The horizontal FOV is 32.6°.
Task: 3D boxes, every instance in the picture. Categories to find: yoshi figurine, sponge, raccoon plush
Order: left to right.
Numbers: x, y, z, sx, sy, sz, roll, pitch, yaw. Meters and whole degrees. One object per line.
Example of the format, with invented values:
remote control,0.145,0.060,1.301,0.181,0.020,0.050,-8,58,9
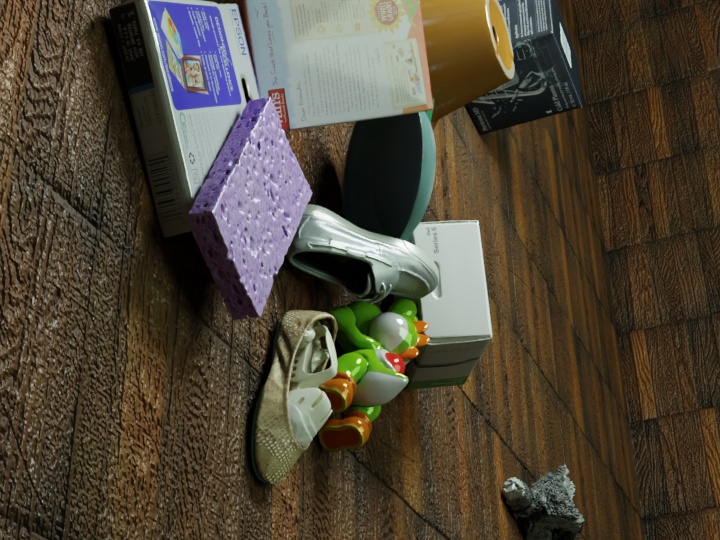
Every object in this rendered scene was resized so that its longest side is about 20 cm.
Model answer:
sponge,-0.095,-0.060,1.106,0.201,0.029,0.113,-71,146,-52
yoshi figurine,-0.006,0.097,1.317,0.111,0.113,0.200,36,41,1
raccoon plush,0.288,0.339,1.944,0.135,0.095,0.201,-93,159,-48

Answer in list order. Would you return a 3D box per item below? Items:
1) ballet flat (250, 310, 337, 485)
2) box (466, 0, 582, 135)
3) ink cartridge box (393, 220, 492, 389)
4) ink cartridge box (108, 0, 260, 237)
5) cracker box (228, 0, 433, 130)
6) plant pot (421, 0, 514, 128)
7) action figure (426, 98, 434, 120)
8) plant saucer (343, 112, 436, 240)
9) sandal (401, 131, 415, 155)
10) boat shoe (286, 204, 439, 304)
ballet flat,-0.057,0.111,1.167,0.202,0.064,0.071,-83,152,-43
box,0.270,-0.368,2.172,0.200,0.194,0.125,54,31,-48
ink cartridge box,0.095,0.045,1.482,0.200,0.083,0.148,105,-19,-70
ink cartridge box,-0.143,-0.144,1.120,0.200,0.043,0.201,-26,104,-69
cracker box,-0.029,-0.219,1.269,0.197,0.057,0.136,-11,97,-26
plant pot,0.111,-0.302,1.713,0.200,0.181,0.203,-14,90,-70
action figure,0.050,-0.112,1.587,0.118,0.054,0.204,157,-61,-69
plant saucer,0.037,-0.113,1.407,0.035,0.200,0.203,5,67,-26
sandal,0.052,-0.147,1.490,0.200,0.047,0.077,-174,-92,-72
boat shoe,0.000,-0.001,1.311,0.199,0.070,0.072,23,48,-29
